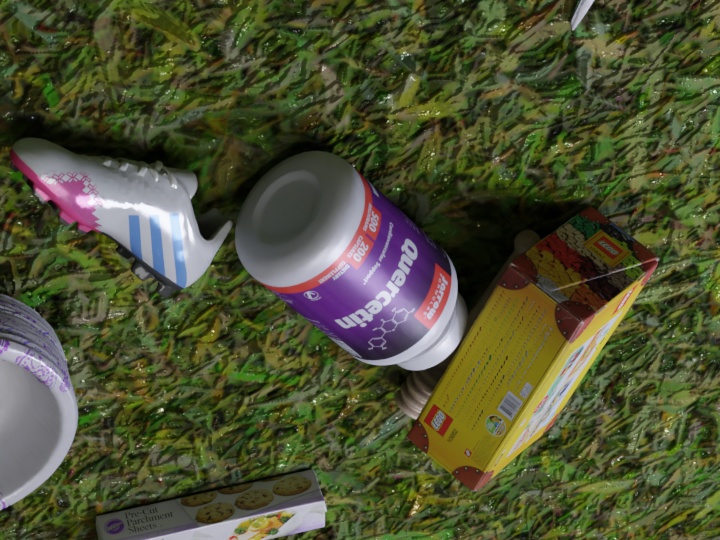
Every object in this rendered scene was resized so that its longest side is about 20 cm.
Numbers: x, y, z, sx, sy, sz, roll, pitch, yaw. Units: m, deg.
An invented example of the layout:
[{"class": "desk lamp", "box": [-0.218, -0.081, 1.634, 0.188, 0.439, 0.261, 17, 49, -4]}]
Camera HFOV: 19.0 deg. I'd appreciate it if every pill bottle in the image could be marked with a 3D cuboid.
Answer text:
[{"class": "pill bottle", "box": [0.000, 0.000, 1.664, 0.112, 0.113, 0.200, -36, 135, 14]}]

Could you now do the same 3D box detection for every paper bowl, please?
[{"class": "paper bowl", "box": [-0.321, 0.092, 1.629, 0.200, 0.104, 0.201, -11, 136, -11]}]

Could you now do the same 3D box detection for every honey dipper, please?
[{"class": "honey dipper", "box": [0.094, 0.045, 1.803, 0.038, 0.038, 0.200, 14, 124, -33]}]

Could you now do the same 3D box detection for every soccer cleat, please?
[{"class": "soccer cleat", "box": [-0.173, -0.059, 1.578, 0.086, 0.070, 0.200, -47, 136, 3]}]

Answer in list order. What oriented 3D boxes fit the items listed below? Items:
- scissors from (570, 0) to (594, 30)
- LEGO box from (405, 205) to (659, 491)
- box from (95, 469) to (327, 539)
[{"class": "scissors", "box": [0.204, -0.257, 1.564, 0.073, 0.014, 0.200, -7, 133, -19]}, {"class": "LEGO box", "box": [0.141, 0.064, 1.759, 0.149, 0.077, 0.200, -32, 156, -53]}, {"class": "box", "box": [-0.130, 0.220, 1.881, 0.200, 0.041, 0.039, -11, 135, -11]}]
